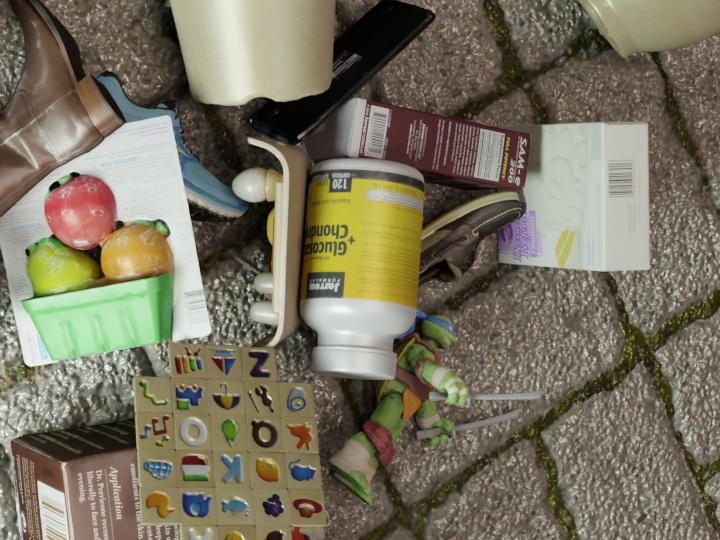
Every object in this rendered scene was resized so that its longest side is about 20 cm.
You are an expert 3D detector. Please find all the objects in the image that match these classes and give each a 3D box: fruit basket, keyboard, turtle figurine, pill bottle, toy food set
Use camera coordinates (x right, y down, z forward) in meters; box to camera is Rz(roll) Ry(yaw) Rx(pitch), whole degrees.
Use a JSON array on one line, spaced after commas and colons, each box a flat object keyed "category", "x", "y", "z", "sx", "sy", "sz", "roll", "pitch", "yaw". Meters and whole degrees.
[{"category": "fruit basket", "x": -0.236, "y": -0.025, "z": 1.557, "sx": 0.185, "sy": 0.094, "sz": 0.200, "roll": -11, "pitch": 87, "yaw": 12}, {"category": "keyboard", "x": -0.018, "y": -0.189, "z": 1.682, "sx": 0.200, "sy": 0.104, "sz": 0.040, "roll": -43, "pitch": 133, "yaw": -19}, {"category": "turtle figurine", "x": 0.070, "y": 0.154, "z": 1.714, "sx": 0.200, "sy": 0.144, "sz": 0.194, "roll": 43, "pitch": 77, "yaw": -18}, {"category": "pill bottle", "x": 0.000, "y": 0.000, "z": 1.641, "sx": 0.112, "sy": 0.112, "sz": 0.200, "roll": 8, "pitch": 81, "yaw": -27}, {"category": "toy food set", "x": -0.087, "y": -0.026, "z": 1.632, "sx": 0.060, "sy": 0.144, "sz": 0.200, "roll": 3, "pitch": 94, "yaw": 7}]

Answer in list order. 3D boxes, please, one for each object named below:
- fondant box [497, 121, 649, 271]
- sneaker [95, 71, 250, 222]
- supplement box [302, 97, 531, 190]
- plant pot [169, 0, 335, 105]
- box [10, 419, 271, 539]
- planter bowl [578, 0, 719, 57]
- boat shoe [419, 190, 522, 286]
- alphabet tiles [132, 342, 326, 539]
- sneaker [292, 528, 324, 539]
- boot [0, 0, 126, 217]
[{"category": "fondant box", "x": 0.211, "y": -0.075, "z": 1.741, "sx": 0.058, "sy": 0.200, "sz": 0.145, "roll": -3, "pitch": 94, "yaw": -25}, {"category": "sneaker", "x": -0.179, "y": -0.115, "z": 1.612, "sx": 0.200, "sy": 0.078, "sz": 0.090, "roll": 35, "pitch": 74, "yaw": -24}, {"category": "supplement box", "x": 0.056, "y": -0.123, "z": 1.712, "sx": 0.200, "sy": 0.109, "sz": 0.061, "roll": 10, "pitch": 88, "yaw": -28}, {"category": "plant pot", "x": -0.098, "y": -0.253, "z": 1.593, "sx": 0.200, "sy": 0.200, "sz": 0.184, "roll": -12, "pitch": 107, "yaw": -26}, {"category": "box", "x": -0.194, "y": 0.226, "z": 1.569, "sx": 0.200, "sy": 0.164, "sz": 0.166, "roll": -7, "pitch": 95, "yaw": -27}, {"category": "planter bowl", "x": 0.291, "y": -0.307, "z": 1.793, "sx": 0.135, "sy": 0.200, "sz": 0.200, "roll": -35, "pitch": 109, "yaw": 7}, {"category": "boat shoe", "x": 0.083, "y": -0.016, "z": 1.744, "sx": 0.200, "sy": 0.073, "sz": 0.065, "roll": -26, "pitch": 74, "yaw": -14}, {"category": "alphabet tiles", "x": -0.114, "y": 0.158, "z": 1.506, "sx": 0.166, "sy": 0.006, "sz": 0.200, "roll": 4, "pitch": 64, "yaw": -22}, {"category": "sneaker", "x": -0.087, "y": 0.233, "z": 1.677, "sx": 0.085, "sy": 0.077, "sz": 0.200, "roll": -19, "pitch": 101, "yaw": -20}, {"category": "boot", "x": -0.332, "y": -0.139, "z": 1.539, "sx": 0.200, "sy": 0.064, "sz": 0.187, "roll": -36, "pitch": 65, "yaw": 4}]
